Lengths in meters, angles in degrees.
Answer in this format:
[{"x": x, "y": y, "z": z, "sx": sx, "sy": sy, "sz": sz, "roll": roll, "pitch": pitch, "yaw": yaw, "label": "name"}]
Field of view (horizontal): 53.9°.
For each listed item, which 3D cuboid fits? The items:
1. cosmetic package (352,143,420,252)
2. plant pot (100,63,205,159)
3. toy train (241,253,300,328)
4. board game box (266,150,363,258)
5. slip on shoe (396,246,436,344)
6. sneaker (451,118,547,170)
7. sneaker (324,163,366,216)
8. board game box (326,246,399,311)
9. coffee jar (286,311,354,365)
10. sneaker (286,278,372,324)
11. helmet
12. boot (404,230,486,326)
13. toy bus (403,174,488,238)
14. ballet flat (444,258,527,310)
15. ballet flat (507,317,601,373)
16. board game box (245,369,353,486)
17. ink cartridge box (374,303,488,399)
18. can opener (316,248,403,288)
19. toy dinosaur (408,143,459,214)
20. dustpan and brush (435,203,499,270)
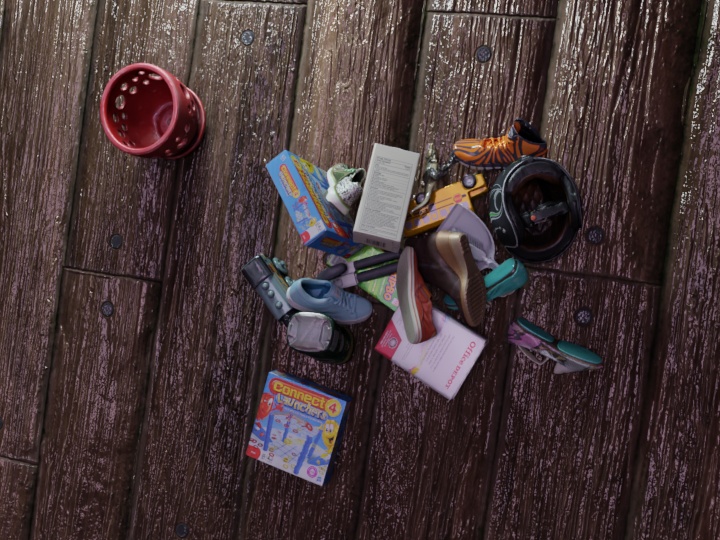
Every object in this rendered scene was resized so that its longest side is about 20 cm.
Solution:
[{"x": 0.054, "y": -0.151, "z": 1.472, "sx": 0.103, "sy": 0.071, "sz": 0.203, "roll": 14, "pitch": 74, "yaw": 3, "label": "cosmetic package"}, {"x": -0.466, "y": -0.353, "z": 1.635, "sx": 0.197, "sy": 0.182, "sz": 0.204, "roll": -1, "pitch": 88, "yaw": 15, "label": "plant pot"}, {"x": -0.187, "y": 0.049, "z": 1.587, "sx": 0.085, "sy": 0.114, "sz": 0.201, "roll": -37, "pitch": 80, "yaw": 11, "label": "toy train"}, {"x": -0.092, "y": -0.136, "z": 1.500, "sx": 0.055, "sy": 0.195, "sz": 0.202, "roll": -33, "pitch": 72, "yaw": 16, "label": "board game box"}, {"x": 0.115, "y": 0.049, "z": 1.456, "sx": 0.060, "sy": 0.074, "sz": 0.203, "roll": -3, "pitch": 74, "yaw": -21, "label": "slip on shoe"}, {"x": 0.289, "y": -0.266, "z": 1.461, "sx": 0.196, "sy": 0.113, "sz": 0.079, "roll": 7, "pitch": 57, "yaw": 8, "label": "sneaker"}, {"x": -0.020, "y": -0.187, "z": 1.517, "sx": 0.088, "sy": 0.201, "sz": 0.077, "roll": -33, "pitch": 116, "yaw": 18, "label": "sneaker"}, {"x": 0.029, "y": -0.001, "z": 1.576, "sx": 0.199, "sy": 0.030, "sz": 0.096, "roll": 35, "pitch": 98, "yaw": 16, "label": "board game box"}, {"x": -0.079, "y": 0.148, "z": 1.514, "sx": 0.102, "sy": 0.200, "sz": 0.087, "roll": 5, "pitch": 76, "yaw": 15, "label": "coffee jar"}, {"x": -0.058, "y": 0.064, "z": 1.529, "sx": 0.197, "sy": 0.082, "sz": 0.075, "roll": 10, "pitch": 63, "yaw": -19, "label": "sneaker"}, {"x": 0.347, "y": -0.120, "z": 1.410, "sx": 0.196, "sy": 0.191, "sz": 0.204, "roll": -1, "pitch": 80, "yaw": 8, "label": "helmet"}, {"x": 0.174, "y": 0.018, "z": 1.476, "sx": 0.165, "sy": 0.072, "sz": 0.203, "roll": -6, "pitch": 99, "yaw": 51, "label": "boot"}, {"x": 0.180, "y": -0.140, "z": 1.519, "sx": 0.197, "sy": 0.065, "sz": 0.080, "roll": -20, "pitch": 84, "yaw": 14, "label": "toy bus"}, {"x": 0.268, "y": 0.045, "z": 1.484, "sx": 0.070, "sy": 0.068, "sz": 0.199, "roll": 38, "pitch": 130, "yaw": -26, "label": "ballet flat"}, {"x": 0.395, "y": 0.169, "z": 1.462, "sx": 0.198, "sy": 0.069, "sz": 0.072, "roll": 26, "pitch": 113, "yaw": 18, "label": "ballet flat"}, {"x": -0.138, "y": 0.352, "z": 1.598, "sx": 0.197, "sy": 0.056, "sz": 0.199, "roll": 17, "pitch": 93, "yaw": 15, "label": "board game box"}, {"x": 0.152, "y": 0.157, "z": 1.510, "sx": 0.199, "sy": 0.086, "sz": 0.149, "roll": 33, "pitch": 96, "yaw": 13, "label": "ink cartridge box"}, {"x": 0.000, "y": 0.000, "z": 1.536, "sx": 0.197, "sy": 0.067, "sz": 0.054, "roll": -16, "pitch": 86, "yaw": 21, "label": "can opener"}, {"x": 0.156, "y": -0.202, "z": 1.481, "sx": 0.047, "sy": 0.202, "sz": 0.088, "roll": 36, "pitch": 137, "yaw": -21, "label": "toy dinosaur"}, {"x": 0.252, "y": -0.035, "z": 1.495, "sx": 0.198, "sy": 0.058, "sz": 0.140, "roll": 27, "pitch": 118, "yaw": -14, "label": "dustpan and brush"}]
